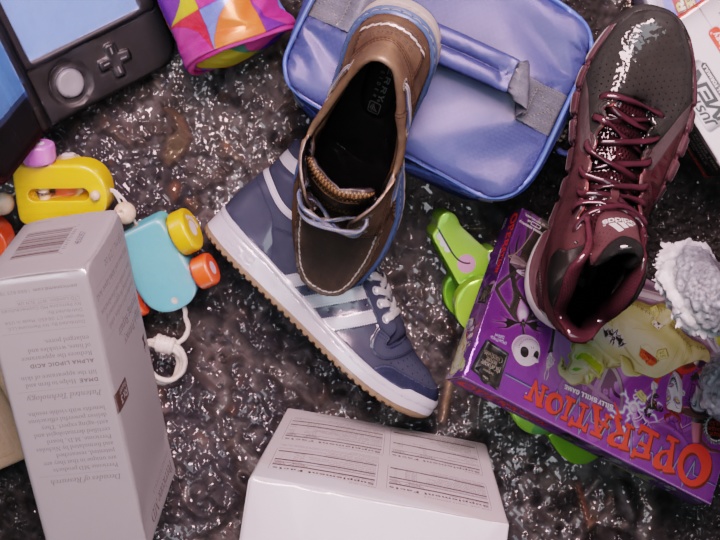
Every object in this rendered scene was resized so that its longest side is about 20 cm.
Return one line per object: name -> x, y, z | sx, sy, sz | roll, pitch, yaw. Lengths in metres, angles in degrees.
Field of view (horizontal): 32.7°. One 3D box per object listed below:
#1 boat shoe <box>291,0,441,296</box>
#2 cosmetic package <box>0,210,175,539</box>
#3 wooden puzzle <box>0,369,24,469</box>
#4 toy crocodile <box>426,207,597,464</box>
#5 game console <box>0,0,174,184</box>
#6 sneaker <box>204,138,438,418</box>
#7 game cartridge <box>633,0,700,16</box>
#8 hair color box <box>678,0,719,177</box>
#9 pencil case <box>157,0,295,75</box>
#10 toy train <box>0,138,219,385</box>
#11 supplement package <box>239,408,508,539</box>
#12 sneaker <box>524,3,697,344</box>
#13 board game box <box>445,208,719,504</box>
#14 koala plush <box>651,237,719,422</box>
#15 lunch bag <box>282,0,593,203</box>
boat shoe -> -0.010, -0.059, 0.718 | 0.071, 0.073, 0.202 | 19, 126, 7
cosmetic package -> -0.177, 0.075, 0.795 | 0.073, 0.102, 0.202 | -7, 113, 5
wooden puzzle -> -0.336, 0.076, 0.843 | 0.198, 0.037, 0.186 | -22, 106, 12
toy crocodile -> 0.105, 0.044, 0.828 | 0.061, 0.068, 0.201 | -30, 94, 0
game console -> -0.205, -0.183, 0.747 | 0.171, 0.118, 0.202 | -31, 114, -20
sneaker -> 0.000, 0.000, 0.827 | 0.200, 0.070, 0.109 | 43, 96, 2
game cartridge -> 0.250, -0.197, 0.823 | 0.132, 0.042, 0.202 | -21, 93, -1
hair color box -> 0.281, -0.156, 0.777 | 0.199, 0.061, 0.102 | -33, 92, 3
pencil case -> -0.112, -0.234, 0.810 | 0.087, 0.088, 0.202 | -19, 94, 3
toy train -> -0.195, -0.010, 0.845 | 0.198, 0.056, 0.151 | 24, 113, -6
supplement package -> 0.002, 0.191, 0.774 | 0.149, 0.200, 0.154 | 10, 95, 2
sneaker -> 0.152, -0.048, 0.697 | 0.075, 0.116, 0.202 | 13, 103, -1
board game box -> 0.162, 0.058, 0.800 | 0.199, 0.032, 0.121 | 27, 76, -17
koala plush -> 0.261, 0.016, 0.694 | 0.176, 0.199, 0.186 | 6, 91, 36
lunch bag -> 0.053, -0.127, 0.786 | 0.198, 0.132, 0.137 | 26, 94, 1
